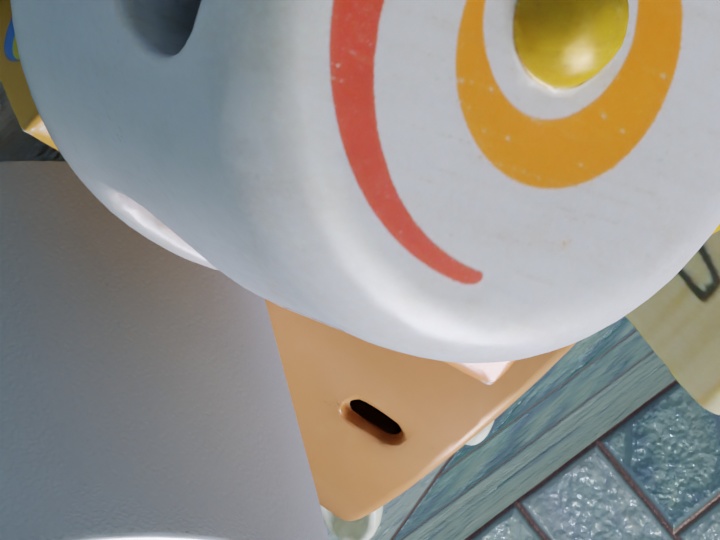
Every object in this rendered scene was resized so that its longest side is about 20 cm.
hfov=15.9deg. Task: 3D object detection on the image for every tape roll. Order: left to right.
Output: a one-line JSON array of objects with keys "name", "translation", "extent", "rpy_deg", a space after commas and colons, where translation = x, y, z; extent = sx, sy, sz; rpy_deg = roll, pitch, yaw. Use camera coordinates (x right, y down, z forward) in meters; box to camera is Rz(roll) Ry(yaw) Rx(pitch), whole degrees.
[{"name": "tape roll", "translation": [-0.114, 0.080, 0.824], "extent": [0.202, 0.139, 0.203], "rpy_deg": [-12, 147, -8]}]

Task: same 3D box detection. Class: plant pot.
[{"name": "plant pot", "translation": [0.000, 0.000, 0.979], "extent": [0.200, 0.140, 0.200], "rpy_deg": [-40, -178, 2]}]

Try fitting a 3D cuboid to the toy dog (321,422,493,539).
[{"name": "toy dog", "translation": [0.022, 0.002, 1.248], "extent": [0.200, 0.139, 0.194], "rpy_deg": [-29, 128, -37]}]

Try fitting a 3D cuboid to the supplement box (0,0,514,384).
[{"name": "supplement box", "translation": [-0.017, -0.039, 0.786], "extent": [0.200, 0.069, 0.067], "rpy_deg": [29, 112, -35]}]

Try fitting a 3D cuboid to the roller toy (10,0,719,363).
[{"name": "roller toy", "translation": [0.017, -0.072, 0.659], "extent": [0.182, 0.200, 0.140], "rpy_deg": [-32, -149, -25]}]

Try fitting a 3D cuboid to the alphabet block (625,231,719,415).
[{"name": "alphabet block", "translation": [0.224, -0.077, 1.364], "extent": [0.195, 0.197, 0.200], "rpy_deg": [-32, 167, -26]}]
